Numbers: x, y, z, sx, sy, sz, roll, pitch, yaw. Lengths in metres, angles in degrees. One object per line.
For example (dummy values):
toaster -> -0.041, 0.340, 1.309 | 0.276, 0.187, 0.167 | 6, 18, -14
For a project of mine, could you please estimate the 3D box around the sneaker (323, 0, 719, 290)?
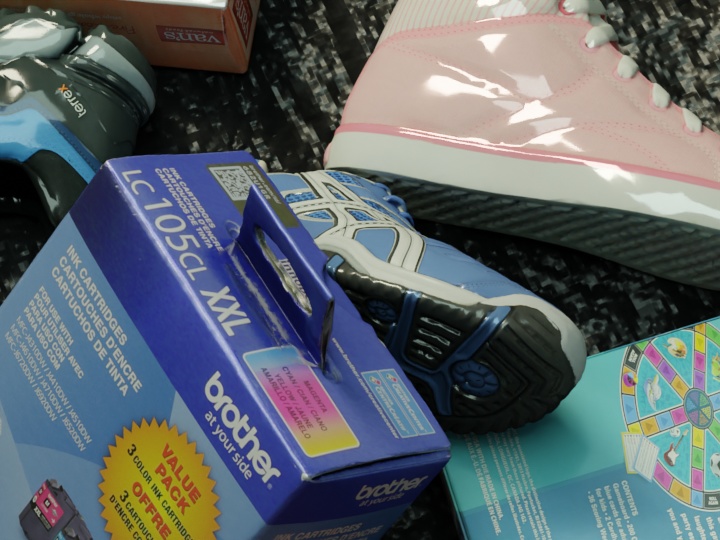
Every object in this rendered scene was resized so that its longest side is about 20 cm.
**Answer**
sneaker -> 0.093, -0.059, 1.080 | 0.200, 0.075, 0.105 | 13, 73, 16

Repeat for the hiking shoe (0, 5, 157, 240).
hiking shoe -> -0.180, -0.061, 1.111 | 0.200, 0.074, 0.087 | 9, 66, 10

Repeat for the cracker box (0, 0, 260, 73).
cracker box -> -0.096, -0.182, 1.166 | 0.134, 0.058, 0.200 | 6, 67, 9

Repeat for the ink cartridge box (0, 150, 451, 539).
ink cartridge box -> -0.061, 0.054, 0.983 | 0.200, 0.076, 0.137 | -50, 62, 32

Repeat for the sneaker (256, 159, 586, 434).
sneaker -> 0.000, 0.000, 1.039 | 0.200, 0.076, 0.077 | 17, 49, 37

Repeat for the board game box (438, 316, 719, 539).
board game box -> 0.139, 0.092, 1.023 | 0.200, 0.047, 0.151 | -17, 65, -2
